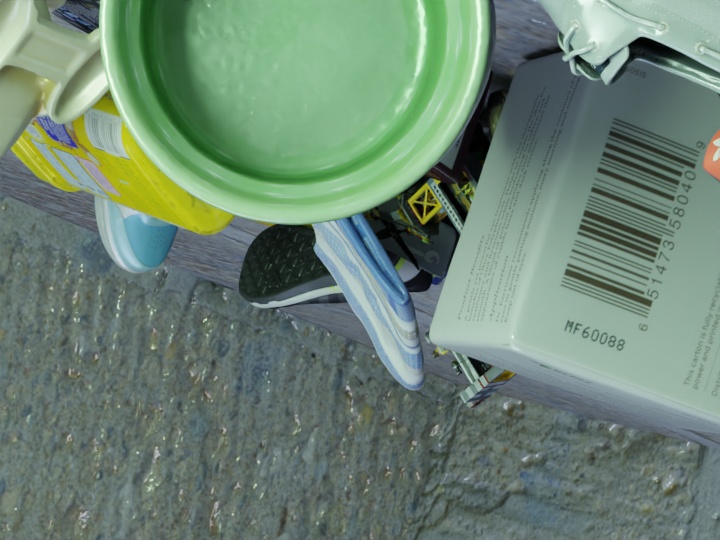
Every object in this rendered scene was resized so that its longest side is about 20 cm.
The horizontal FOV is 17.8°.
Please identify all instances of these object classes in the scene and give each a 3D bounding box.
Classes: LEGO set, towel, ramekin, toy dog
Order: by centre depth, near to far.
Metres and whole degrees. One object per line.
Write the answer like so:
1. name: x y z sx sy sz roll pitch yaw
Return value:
1. ramekin: -0.035 -0.125 1.203 0.198 0.202 0.098 19 -179 -4
2. toy dog: -0.271 -0.176 1.563 0.139 0.194 0.200 6 -142 -46
3. LEGO set: 0.096 0.007 1.634 0.201 0.116 0.153 54 -149 11
4. towel: 0.000 0.000 1.641 0.147 0.024 0.200 58 173 19

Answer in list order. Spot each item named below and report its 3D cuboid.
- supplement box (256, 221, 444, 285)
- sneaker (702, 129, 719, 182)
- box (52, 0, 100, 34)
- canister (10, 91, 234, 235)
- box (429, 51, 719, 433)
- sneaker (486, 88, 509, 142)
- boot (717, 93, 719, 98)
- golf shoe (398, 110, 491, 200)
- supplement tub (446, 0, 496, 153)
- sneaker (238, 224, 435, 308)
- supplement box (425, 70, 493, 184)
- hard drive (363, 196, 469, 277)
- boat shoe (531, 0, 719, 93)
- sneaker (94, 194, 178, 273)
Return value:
1. supplement box: -0.005 -0.074 1.918 0.198 0.110 0.109 19 174 -2
2. sneaker: 0.255 -0.018 1.278 0.084 0.075 0.200 16 154 45
3. box: -0.138 -0.180 1.678 0.160 0.049 0.200 17 173 37
4. canister: -0.187 -0.108 1.739 0.199 0.087 0.149 20 156 44
5. box: 0.180 -0.015 1.461 0.199 0.201 0.171 20 174 -16
6. sneaker: 0.177 -0.081 1.623 0.199 0.077 0.089 30 133 -23
7. boot: 0.269 -0.084 1.286 0.131 0.070 0.200 20 163 18
8. golf shoe: 0.057 -0.085 1.724 0.077 0.095 0.200 13 173 35
9. supplement tub: -0.031 -0.144 1.333 0.199 0.123 0.122 20 174 -19
10. sneaker: -0.017 0.006 1.846 0.083 0.072 0.199 31 156 -36
11. supplement box: -0.011 -0.135 1.514 0.110 0.086 0.200 15 173 33
12. hard drive: 0.004 -0.080 1.775 0.199 0.043 0.135 32 -150 7
13. boat shoe: 0.137 -0.131 1.182 0.199 0.072 0.070 18 174 10
14. sneaker: -0.146 -0.074 1.853 0.079 0.202 0.130 -10 -151 -39
